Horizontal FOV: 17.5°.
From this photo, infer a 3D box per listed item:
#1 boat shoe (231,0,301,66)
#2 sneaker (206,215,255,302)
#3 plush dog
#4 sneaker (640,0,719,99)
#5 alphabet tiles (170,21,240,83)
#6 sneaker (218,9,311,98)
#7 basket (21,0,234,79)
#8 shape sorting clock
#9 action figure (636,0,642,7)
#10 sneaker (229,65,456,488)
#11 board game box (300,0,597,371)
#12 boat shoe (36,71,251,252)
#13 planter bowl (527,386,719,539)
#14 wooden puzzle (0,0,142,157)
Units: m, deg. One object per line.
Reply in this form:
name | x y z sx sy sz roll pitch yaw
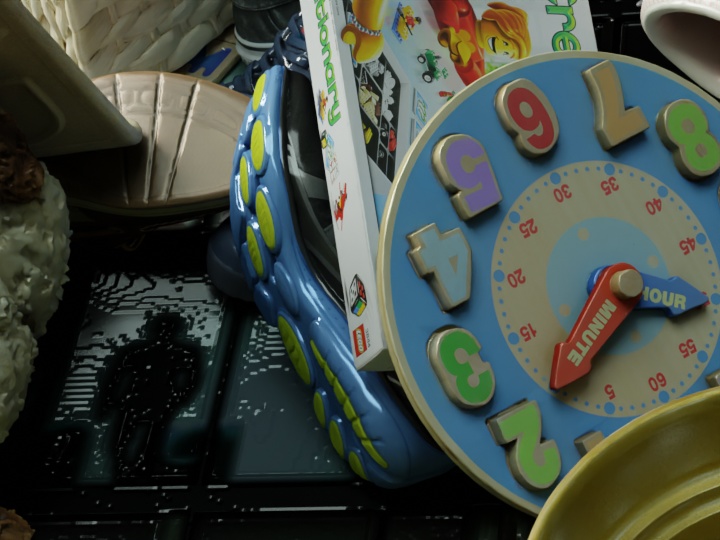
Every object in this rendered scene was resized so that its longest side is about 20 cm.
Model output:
boat shoe | 0.010 -0.178 1.237 0.072 0.071 0.200 24 53 34
sneaker | 0.021 -0.043 1.079 0.200 0.082 0.070 -14 42 -1
plush dog | -0.183 0.019 1.022 0.160 0.200 0.172 28 59 -5
sneaker | 0.215 -0.102 1.005 0.200 0.075 0.105 21 59 16
alphabet tiles | -0.147 -0.117 1.257 0.166 0.006 0.200 16 49 29
sneaker | -0.019 -0.109 1.159 0.200 0.085 0.075 -26 43 -14
basket | -0.126 -0.184 1.225 0.123 0.136 0.200 28 55 31
shape sorting clock | 0.101 0.007 0.951 0.200 0.200 0.039 -36 8 -24
action figure | 0.202 -0.133 1.121 0.119 0.102 0.200 -17 45 -3
sneaker | 0.000 0.000 1.023 0.083 0.071 0.200 -16 67 -24
board game box | 0.046 -0.058 0.996 0.126 0.035 0.200 -1 72 -25
boat shoe | -0.125 -0.046 1.125 0.200 0.072 0.072 -5 66 18
planter bowl | 0.160 0.138 0.847 0.200 0.083 0.200 -6 42 6
wooden puzzle | -0.214 -0.092 1.018 0.185 0.200 0.046 -6 71 16
